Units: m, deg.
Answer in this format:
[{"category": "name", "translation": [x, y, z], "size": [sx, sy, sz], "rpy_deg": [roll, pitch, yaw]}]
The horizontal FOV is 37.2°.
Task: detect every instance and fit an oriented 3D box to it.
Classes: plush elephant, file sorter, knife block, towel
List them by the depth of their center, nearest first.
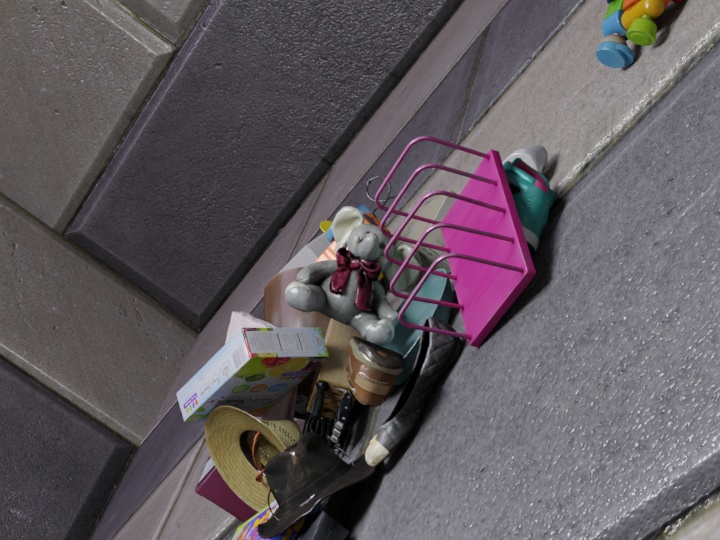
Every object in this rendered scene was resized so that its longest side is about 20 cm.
[{"category": "file sorter", "translation": [0.102, -0.039, 1.282], "size": [0.140, 0.124, 0.202], "rpy_deg": [-56, 32, 41]}, {"category": "knife block", "translation": [-0.033, 0.160, 1.549], "size": [0.176, 0.063, 0.203], "rpy_deg": [132, 154, -80]}, {"category": "plush elephant", "translation": [0.000, 0.000, 1.550], "size": [0.200, 0.163, 0.157], "rpy_deg": [-46, -20, -84]}, {"category": "towel", "translation": [-0.159, 0.177, 1.680], "size": [0.199, 0.032, 0.194], "rpy_deg": [20, 101, 51]}]

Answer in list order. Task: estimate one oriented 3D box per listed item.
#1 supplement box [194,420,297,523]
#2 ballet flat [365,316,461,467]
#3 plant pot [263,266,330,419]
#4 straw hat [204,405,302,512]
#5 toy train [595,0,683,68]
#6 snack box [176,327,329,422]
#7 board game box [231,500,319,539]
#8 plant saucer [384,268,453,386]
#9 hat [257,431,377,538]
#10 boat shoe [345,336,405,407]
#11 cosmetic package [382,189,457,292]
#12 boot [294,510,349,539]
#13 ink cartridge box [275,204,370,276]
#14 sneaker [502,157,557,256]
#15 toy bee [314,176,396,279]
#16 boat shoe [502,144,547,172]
[{"category": "supplement box", "translation": [-0.186, 0.308, 1.782], "size": [0.086, 0.110, 0.201], "rpy_deg": [-49, 12, 27]}, {"category": "ballet flat", "translation": [0.057, 0.151, 1.325], "size": [0.202, 0.056, 0.066], "rpy_deg": [-58, 10, -16]}, {"category": "plant pot", "translation": [-0.079, 0.130, 1.733], "size": [0.187, 0.185, 0.203], "rpy_deg": [-43, 33, 48]}, {"category": "straw hat", "translation": [-0.127, 0.260, 1.557], "size": [0.085, 0.202, 0.201], "rpy_deg": [-36, -4, -40]}, {"category": "toy train", "translation": [0.376, -0.343, 1.374], "size": [0.117, 0.084, 0.200], "rpy_deg": [-69, 14, -15]}, {"category": "snack box", "translation": [-0.156, 0.151, 1.543], "size": [0.200, 0.141, 0.054], "rpy_deg": [-42, 57, 40]}, {"category": "board game box", "translation": [-0.140, 0.396, 1.487], "size": [0.200, 0.044, 0.135], "rpy_deg": [-44, 15, 47]}, {"category": "plant saucer", "translation": [0.073, 0.090, 1.501], "size": [0.201, 0.036, 0.200], "rpy_deg": [-53, 10, 13]}, {"category": "hat", "translation": [-0.069, 0.253, 1.353], "size": [0.199, 0.082, 0.201], "rpy_deg": [-31, -1, -1]}, {"category": "boat shoe", "translation": [0.010, 0.130, 1.343], "size": [0.200, 0.075, 0.075], "rpy_deg": [53, -123, -87]}, {"category": "cosmetic package", "translation": [0.105, -0.042, 1.666], "size": [0.104, 0.073, 0.200], "rpy_deg": [-60, 12, -21]}, {"category": "boot", "translation": [-0.102, 0.388, 1.280], "size": [0.164, 0.065, 0.202], "rpy_deg": [-21, 38, 58]}, {"category": "ink cartridge box", "translation": [-0.043, 0.000, 1.887], "size": [0.199, 0.126, 0.128], "rpy_deg": [-36, -4, -44]}, {"category": "sneaker", "translation": [0.186, -0.082, 1.383], "size": [0.122, 0.083, 0.199], "rpy_deg": [-62, 19, -11]}, {"category": "toy bee", "translation": [0.005, -0.043, 1.676], "size": [0.198, 0.132, 0.108], "rpy_deg": [-31, -18, 23]}, {"category": "boat shoe", "translation": [0.191, -0.105, 1.506], "size": [0.068, 0.072, 0.201], "rpy_deg": [-34, -16, -49]}]
